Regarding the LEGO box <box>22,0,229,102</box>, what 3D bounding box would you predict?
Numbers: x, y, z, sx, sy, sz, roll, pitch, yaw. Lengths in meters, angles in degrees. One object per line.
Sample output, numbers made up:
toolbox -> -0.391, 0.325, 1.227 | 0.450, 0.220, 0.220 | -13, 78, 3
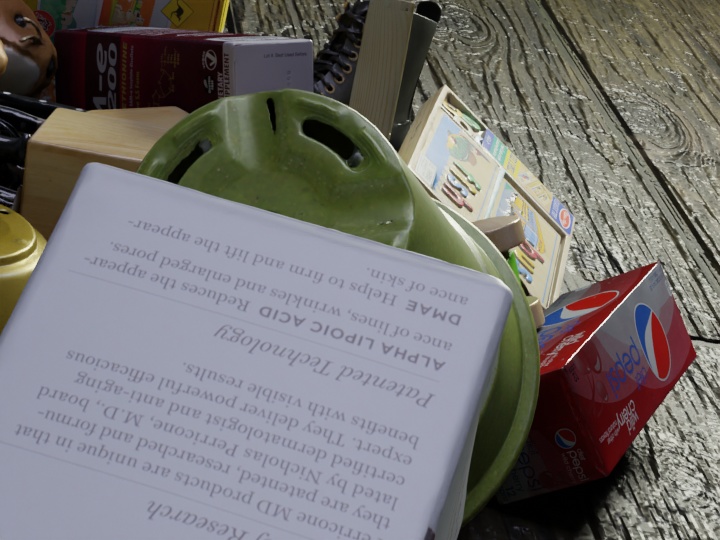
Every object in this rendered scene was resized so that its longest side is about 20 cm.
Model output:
LEGO box -> -0.163, -0.173, 1.450 | 0.148, 0.201, 0.077 | 13, 22, -2

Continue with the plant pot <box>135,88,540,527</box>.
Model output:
plant pot -> -0.026, 0.013, 0.969 | 0.200, 0.200, 0.190 | 20, -18, 15

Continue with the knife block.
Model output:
knife block -> -0.149, -0.042, 1.196 | 0.175, 0.064, 0.200 | -8, 27, -38

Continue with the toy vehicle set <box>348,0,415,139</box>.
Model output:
toy vehicle set -> 0.006, -0.087, 1.341 | 0.026, 0.125, 0.200 | 11, -4, 0

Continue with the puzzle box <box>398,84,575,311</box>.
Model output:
puzzle box -> 0.080, -0.041, 1.420 | 0.133, 0.025, 0.200 | 46, 20, -9

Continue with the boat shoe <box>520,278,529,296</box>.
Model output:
boat shoe -> 0.000, 0.000, 1.294 | 0.199, 0.072, 0.068 | 7, 23, -17

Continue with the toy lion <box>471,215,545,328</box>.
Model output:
toy lion -> -0.008, 0.034, 1.157 | 0.191, 0.069, 0.200 | -12, 9, 12

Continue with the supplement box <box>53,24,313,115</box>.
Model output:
supplement box -> -0.110, -0.090, 1.329 | 0.061, 0.109, 0.200 | -7, 11, -37

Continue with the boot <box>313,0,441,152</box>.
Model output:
boot -> -0.034, -0.126, 1.453 | 0.077, 0.139, 0.200 | 24, 13, 35

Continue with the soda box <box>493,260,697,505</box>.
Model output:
soda box -> 0.121, 0.059, 1.201 | 0.070, 0.064, 0.200 | -19, 8, 27

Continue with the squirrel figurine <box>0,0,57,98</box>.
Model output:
squirrel figurine -> -0.290, -0.133, 1.344 | 0.200, 0.142, 0.187 | 15, 29, 29

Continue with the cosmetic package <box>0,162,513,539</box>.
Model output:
cosmetic package -> -0.056, 0.103, 0.782 | 0.164, 0.165, 0.200 | 16, 54, 7

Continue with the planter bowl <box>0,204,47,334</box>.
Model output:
planter bowl -> -0.217, 0.012, 1.122 | 0.200, 0.084, 0.200 | 11, 21, -4
